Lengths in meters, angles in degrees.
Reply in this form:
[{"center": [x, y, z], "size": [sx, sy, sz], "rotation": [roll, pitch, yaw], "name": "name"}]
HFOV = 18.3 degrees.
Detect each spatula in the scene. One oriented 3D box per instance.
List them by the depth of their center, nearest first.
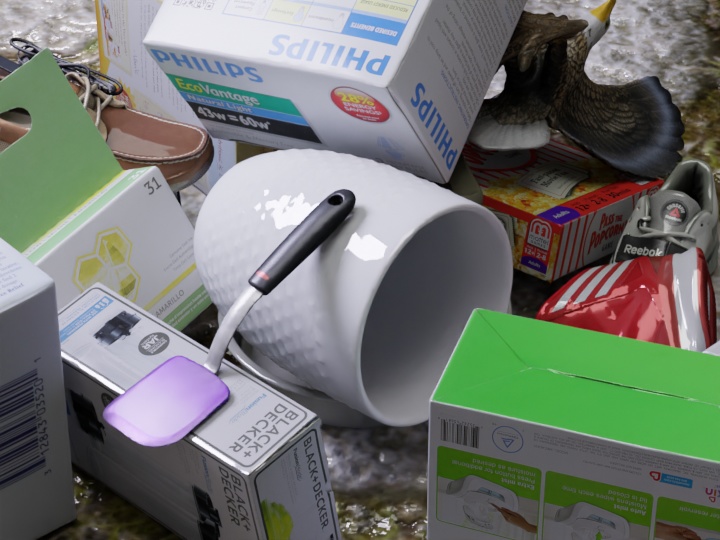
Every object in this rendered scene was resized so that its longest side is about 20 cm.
[{"center": [-0.069, 0.026, 1.315], "size": [0.056, 0.021, 0.200], "rotation": [30, 74, 37], "name": "spatula"}]

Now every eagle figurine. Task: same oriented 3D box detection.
[{"center": [0.144, -0.133, 1.620], "size": [0.150, 0.200, 0.152], "rotation": [-23, 61, 8], "name": "eagle figurine"}]

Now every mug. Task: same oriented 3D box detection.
[{"center": [0.000, 0.000, 1.440], "size": [0.175, 0.148, 0.200], "rotation": [25, 12, 36], "name": "mug"}]

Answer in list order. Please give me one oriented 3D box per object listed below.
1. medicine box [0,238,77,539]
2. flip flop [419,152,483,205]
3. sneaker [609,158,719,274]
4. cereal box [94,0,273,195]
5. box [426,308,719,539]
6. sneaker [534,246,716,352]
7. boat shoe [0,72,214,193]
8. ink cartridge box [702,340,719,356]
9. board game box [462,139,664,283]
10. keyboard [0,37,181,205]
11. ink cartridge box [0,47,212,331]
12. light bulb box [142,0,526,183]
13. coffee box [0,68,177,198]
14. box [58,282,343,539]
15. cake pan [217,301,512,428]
[{"center": [-0.274, 0.056, 1.374], "size": [0.103, 0.183, 0.200], "rotation": [-26, 42, -32], "name": "medicine box"}, {"center": [0.031, -0.097, 1.553], "size": [0.081, 0.058, 0.200], "rotation": [-5, 31, -18], "name": "flip flop"}, {"center": [0.202, -0.006, 1.541], "size": [0.074, 0.089, 0.200], "rotation": [12, 39, 14], "name": "sneaker"}, {"center": [-0.135, -0.145, 1.695], "size": [0.039, 0.144, 0.200], "rotation": [-22, 41, -30], "name": "cereal box"}, {"center": [0.143, 0.135, 1.259], "size": [0.199, 0.177, 0.097], "rotation": [10, 37, 16], "name": "box"}, {"center": [0.169, 0.079, 1.432], "size": [0.115, 0.079, 0.201], "rotation": [-6, 48, 18], "name": "sneaker"}, {"center": [-0.201, -0.096, 1.549], "size": [0.199, 0.072, 0.076], "rotation": [4, 38, 4], "name": "boat shoe"}, {"center": [0.294, 0.086, 1.354], "size": [0.144, 0.085, 0.200], "rotation": [16, 15, 23], "name": "ink cartridge box"}, {"center": [0.096, -0.061, 1.626], "size": [0.199, 0.047, 0.151], "rotation": [22, 26, 29], "name": "board game box"}, {"center": [-0.203, -0.117, 1.688], "size": [0.199, 0.104, 0.040], "rotation": [27, 53, 33], "name": "keyboard"}, {"center": [-0.193, -0.028, 1.471], "size": [0.048, 0.201, 0.145], "rotation": [-2, 33, 50], "name": "ink cartridge box"}, {"center": [-0.006, -0.186, 1.506], "size": [0.197, 0.125, 0.201], "rotation": [13, 67, 29], "name": "light bulb box"}, {"center": [-0.242, -0.066, 1.638], "size": [0.199, 0.080, 0.113], "rotation": [27, 44, 33], "name": "coffee box"}, {"center": [-0.106, 0.102, 1.359], "size": [0.200, 0.117, 0.060], "rotation": [29, 53, 34], "name": "box"}, {"center": [0.003, 0.040, 1.520], "size": [0.199, 0.037, 0.201], "rotation": [-1, 35, 1], "name": "cake pan"}]
